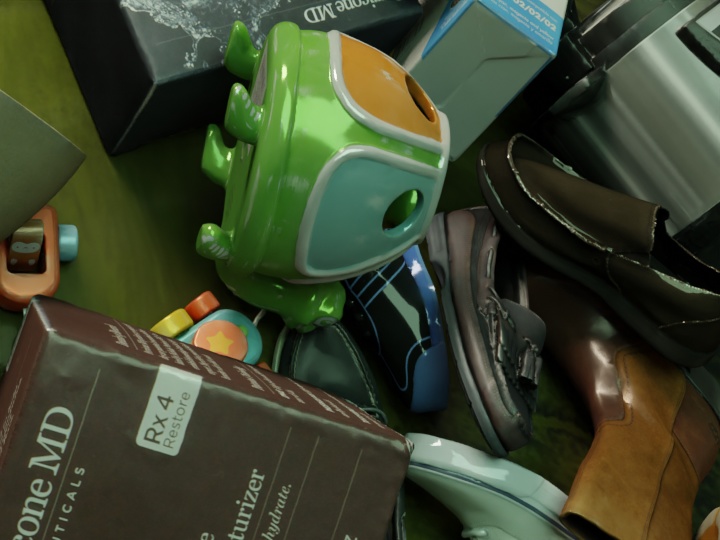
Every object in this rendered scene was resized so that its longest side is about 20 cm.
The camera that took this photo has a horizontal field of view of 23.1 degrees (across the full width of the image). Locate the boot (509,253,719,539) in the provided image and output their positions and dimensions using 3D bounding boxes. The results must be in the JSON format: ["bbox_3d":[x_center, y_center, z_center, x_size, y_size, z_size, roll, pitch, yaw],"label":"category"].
[{"bbox_3d":[0.146,0.099,1.108,0.188,0.068,0.200,47,36,-13],"label":"boot"}]

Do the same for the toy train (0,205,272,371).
[{"bbox_3d":[-0.139,0.018,1.062,0.199,0.056,0.151,7,68,-19],"label":"toy train"}]

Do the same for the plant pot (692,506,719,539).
[{"bbox_3d":[0.282,0.238,1.082,0.183,0.200,0.201,23,63,2],"label":"plant pot"}]

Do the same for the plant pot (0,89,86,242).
[{"bbox_3d":[-0.273,-0.064,0.980,0.200,0.200,0.135,33,86,-7],"label":"plant pot"}]

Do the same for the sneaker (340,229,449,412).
[{"bbox_3d":[0.000,0.000,1.126,0.078,0.070,0.201,-13,77,-9],"label":"sneaker"}]

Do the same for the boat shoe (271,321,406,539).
[{"bbox_3d":[-0.009,0.113,1.072,0.074,0.066,0.200,3,69,-20],"label":"boat shoe"}]

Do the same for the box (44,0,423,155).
[{"bbox_3d":[-0.097,-0.205,1.131,0.196,0.117,0.200,-19,80,-27],"label":"box"}]

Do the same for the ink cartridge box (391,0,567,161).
[{"bbox_3d":[0.084,-0.182,1.171,0.068,0.115,0.200,32,42,-15],"label":"ink cartridge box"}]

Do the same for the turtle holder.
[{"bbox_3d":[-0.025,-0.046,1.020,0.131,0.141,0.186,10,99,-10],"label":"turtle holder"}]

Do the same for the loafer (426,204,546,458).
[{"bbox_3d":[0.085,0.026,1.087,0.063,0.072,0.200,-22,41,9],"label":"loafer"}]

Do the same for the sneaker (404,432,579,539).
[{"bbox_3d":[0.099,0.168,1.078,0.200,0.073,0.071,33,72,-19],"label":"sneaker"}]

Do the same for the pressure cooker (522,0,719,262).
[{"bbox_3d":[0.207,-0.121,1.190,0.179,0.176,0.200,-38,86,0],"label":"pressure cooker"}]

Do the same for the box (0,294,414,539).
[{"bbox_3d":[-0.105,0.126,0.945,0.200,0.164,0.166,19,91,-15],"label":"box"}]

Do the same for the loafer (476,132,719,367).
[{"bbox_3d":[0.163,-0.026,1.119,0.200,0.071,0.073,38,36,-4],"label":"loafer"}]
